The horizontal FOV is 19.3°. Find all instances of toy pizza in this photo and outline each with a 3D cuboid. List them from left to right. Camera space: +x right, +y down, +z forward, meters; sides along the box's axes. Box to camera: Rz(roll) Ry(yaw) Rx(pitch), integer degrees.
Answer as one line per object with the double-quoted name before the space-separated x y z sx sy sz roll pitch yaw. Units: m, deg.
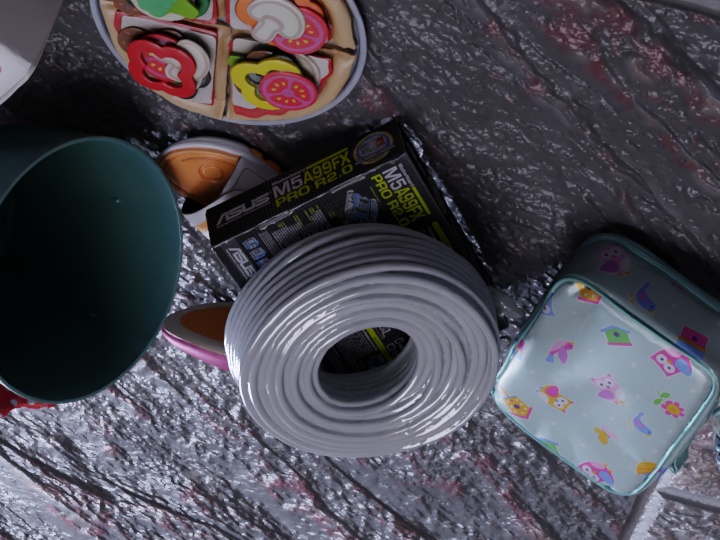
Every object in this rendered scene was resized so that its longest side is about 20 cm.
"toy pizza" -0.094 -0.165 1.464 0.200 0.032 0.200 10 142 8

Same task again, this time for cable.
"cable" 0.003 0.057 1.547 0.200 0.069 0.200 -35 129 17

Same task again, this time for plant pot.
"plant pot" -0.260 -0.019 1.582 0.161 0.201 0.201 19 150 39

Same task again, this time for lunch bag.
"lunch bag" 0.196 0.075 1.591 0.160 0.077 0.200 33 143 6

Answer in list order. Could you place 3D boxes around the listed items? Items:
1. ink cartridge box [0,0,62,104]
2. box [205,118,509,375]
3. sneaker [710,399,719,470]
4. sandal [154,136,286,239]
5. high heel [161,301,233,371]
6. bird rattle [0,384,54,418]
"ink cartridge box" -0.330 -0.191 1.477 0.200 0.083 0.147 35 139 -22
"box" 0.000 0.000 1.575 0.160 0.044 0.200 -26 131 9
"sneaker" 0.310 0.135 1.641 0.077 0.086 0.200 -5 137 26
"sandal" -0.065 -0.029 1.599 0.206 0.059 0.079 31 140 -17
"high heel" -0.069 0.085 1.739 0.199 0.067 0.096 8 133 -10
"bird rattle" -0.322 0.030 1.687 0.200 0.163 0.113 16 169 -27
